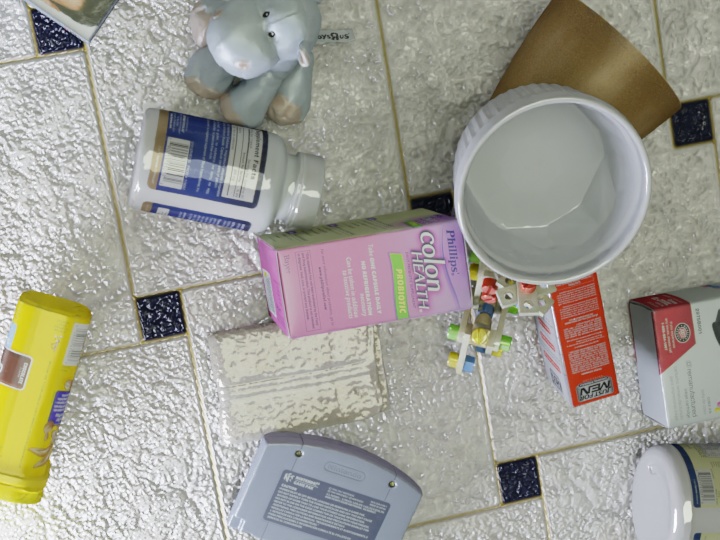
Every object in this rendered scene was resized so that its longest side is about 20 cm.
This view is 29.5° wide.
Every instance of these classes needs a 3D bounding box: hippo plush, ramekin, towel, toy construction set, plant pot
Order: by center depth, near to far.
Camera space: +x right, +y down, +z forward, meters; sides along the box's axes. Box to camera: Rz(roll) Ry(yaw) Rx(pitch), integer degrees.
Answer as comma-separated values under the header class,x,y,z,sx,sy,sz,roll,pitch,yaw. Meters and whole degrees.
class,x,y,z,sx,sy,sz,roll,pitch,yaw
ramekin,0.188,-0.097,1.398,0.199,0.105,0.201,-3,115,-6
hippo plush,-0.088,-0.230,1.448,0.199,0.161,0.160,-16,99,-8
plant pot,0.218,-0.169,1.511,0.186,0.186,0.200,41,95,-12
toy construction set,0.149,0.027,1.515,0.092,0.200,0.132,21,64,-6
towel,-0.069,0.117,1.556,0.199,0.034,0.133,-9,97,-8

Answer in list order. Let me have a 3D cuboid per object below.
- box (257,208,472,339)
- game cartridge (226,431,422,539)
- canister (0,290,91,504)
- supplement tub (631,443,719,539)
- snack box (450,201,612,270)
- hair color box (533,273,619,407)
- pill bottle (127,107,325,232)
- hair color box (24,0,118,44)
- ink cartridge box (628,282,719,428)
class,x,y,z,sx,sy,sz,roll,pitch,yaw
box,0.000,0.000,1.483,0.199,0.176,0.097,-10,98,-10
game cartridge,-0.037,0.260,1.560,0.199,0.042,0.134,21,98,-16
canister,-0.349,0.130,1.448,0.086,0.149,0.201,17,91,-12
supplement tub,0.436,0.276,1.610,0.199,0.145,0.146,1,96,-11
snack box,0.204,-0.054,1.592,0.199,0.024,0.072,11,95,-12
hair color box,0.234,0.042,1.554,0.061,0.102,0.201,-15,109,-6
pill bottle,-0.144,-0.103,1.477,0.199,0.111,0.111,11,94,-12
hair color box,-0.343,-0.337,1.440,0.200,0.061,0.099,34,89,-13
ink cartridge box,0.433,0.091,1.621,0.199,0.083,0.146,-11,98,-9
